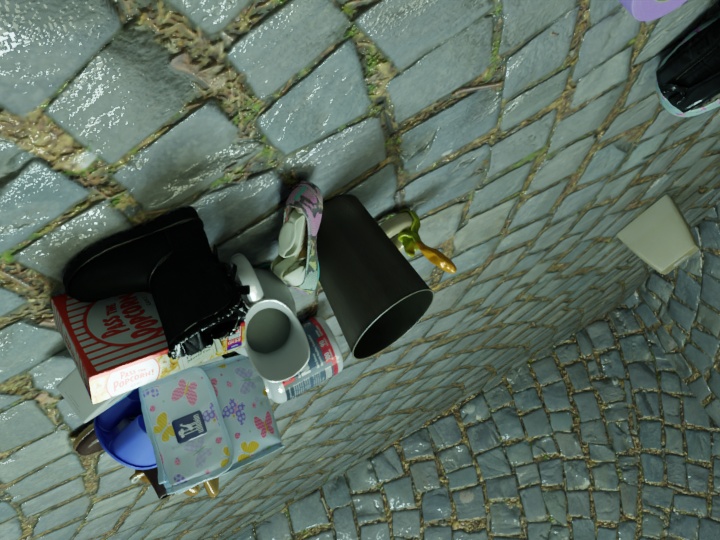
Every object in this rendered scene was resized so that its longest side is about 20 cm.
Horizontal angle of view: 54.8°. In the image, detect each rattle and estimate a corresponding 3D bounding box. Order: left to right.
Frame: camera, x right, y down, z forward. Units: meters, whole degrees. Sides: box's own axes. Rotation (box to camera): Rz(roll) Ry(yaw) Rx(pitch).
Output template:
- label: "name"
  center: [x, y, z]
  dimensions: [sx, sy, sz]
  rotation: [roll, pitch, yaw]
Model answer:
- label: "rattle"
  center: [0.043, 0.001, 1.204]
  dimensions: [0.198, 0.145, 0.130]
  rotation: [-34, 178, -14]

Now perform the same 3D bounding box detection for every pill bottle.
- label: "pill bottle"
  center: [-0.142, 0.182, 1.334]
  dimensions: [0.196, 0.121, 0.120]
  rotation: [-26, 158, -18]

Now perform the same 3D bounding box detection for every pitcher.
- label: "pitcher"
  center: [-0.150, 0.045, 0.974]
  dimensions: [0.119, 0.176, 0.200]
  rotation: [-23, -162, -14]

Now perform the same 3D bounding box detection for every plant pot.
- label: "plant pot"
  center: [0.980, -0.101, 2.251]
  dimensions: [0.199, 0.179, 0.198]
  rotation: [-42, 156, 22]

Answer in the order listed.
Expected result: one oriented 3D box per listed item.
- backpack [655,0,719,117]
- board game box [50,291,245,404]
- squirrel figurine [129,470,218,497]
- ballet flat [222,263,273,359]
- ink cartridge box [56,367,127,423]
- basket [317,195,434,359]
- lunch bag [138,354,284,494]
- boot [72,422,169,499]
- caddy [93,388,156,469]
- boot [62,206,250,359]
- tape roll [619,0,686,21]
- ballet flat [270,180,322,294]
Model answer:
- label: "backpack"
  center: [0.637, -0.365, 1.259]
  dimensions: [0.198, 0.170, 0.126]
  rotation: [-35, 164, 22]
- label: "board game box"
  center: [-0.264, 0.066, 0.871]
  dimensions: [0.196, 0.151, 0.047]
  rotation: [-19, 136, -32]
- label: "squirrel figurine"
  center: [-0.376, 0.355, 1.376]
  dimensions: [0.182, 0.143, 0.203]
  rotation: [-13, 125, 17]
- label: "ballet flat"
  center: [-0.182, 0.077, 1.130]
  dimensions: [0.072, 0.074, 0.200]
  rotation: [-4, 144, -50]
- label: "ink cartridge box"
  center: [-0.314, 0.113, 0.976]
  dimensions: [0.199, 0.068, 0.115]
  rotation: [-40, 180, 15]
- label: "basket"
  center: [0.000, 0.000, 1.045]
  dimensions: [0.133, 0.203, 0.182]
  rotation: [-18, 156, -32]
- label: "lunch bag"
  center: [-0.237, 0.236, 1.087]
  dimensions: [0.197, 0.174, 0.126]
  rotation: [-9, 167, -45]
- label: "boot"
  center: [-0.385, 0.324, 1.220]
  dimensions: [0.196, 0.169, 0.073]
  rotation: [-21, 156, -27]
- label: "caddy"
  center: [-0.347, 0.251, 1.164]
  dimensions: [0.105, 0.143, 0.198]
  rotation: [-47, 154, 22]
- label: "boot"
  center: [-0.237, 0.029, 0.822]
  dimensions: [0.195, 0.164, 0.074]
  rotation: [-28, 156, -13]
- label: "tape roll"
  center: [0.424, -0.437, 0.922]
  dimensions: [0.196, 0.066, 0.201]
  rotation: [-28, 158, -12]
- label: "ballet flat"
  center: [-0.093, -0.032, 0.982]
  dimensions: [0.071, 0.068, 0.203]
  rotation: [-45, 156, -42]
